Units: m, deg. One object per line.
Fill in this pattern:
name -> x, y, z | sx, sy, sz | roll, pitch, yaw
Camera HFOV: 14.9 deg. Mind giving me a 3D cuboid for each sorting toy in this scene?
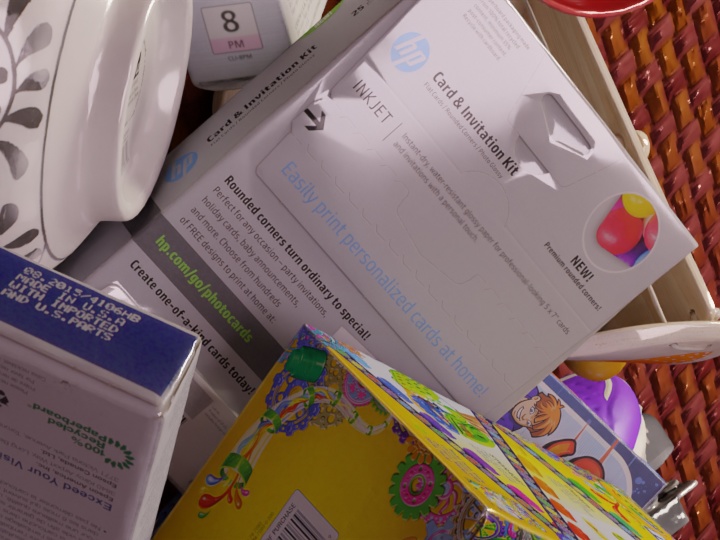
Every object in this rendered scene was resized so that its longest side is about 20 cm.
sorting toy -> 0.032, -0.029, 1.135 | 0.179, 0.201, 0.107 | -2, 149, -35

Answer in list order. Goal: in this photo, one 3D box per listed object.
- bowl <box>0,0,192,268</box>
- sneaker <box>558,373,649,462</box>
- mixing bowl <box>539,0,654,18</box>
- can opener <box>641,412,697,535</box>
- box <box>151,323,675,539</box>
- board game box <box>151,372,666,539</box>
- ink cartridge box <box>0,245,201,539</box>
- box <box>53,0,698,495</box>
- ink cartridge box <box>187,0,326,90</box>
bowl -> -0.112, -0.069, 0.916 | 0.201, 0.094, 0.202 | 12, 90, -82
sneaker -> 0.048, 0.073, 1.161 | 0.200, 0.069, 0.100 | -33, 116, -40
mixing bowl -> 0.071, -0.210, 1.127 | 0.200, 0.108, 0.201 | -18, 115, -42
can opener -> 0.074, 0.129, 1.235 | 0.200, 0.053, 0.067 | -30, 92, -37
box -> 0.014, 0.159, 0.962 | 0.192, 0.122, 0.200 | 30, 99, -42
board game box -> 0.002, 0.108, 1.063 | 0.135, 0.034, 0.200 | 42, 92, -18
ink cartridge box -> -0.160, 0.055, 0.872 | 0.200, 0.196, 0.043 | 109, 6, -47
box -> 0.000, 0.000, 0.983 | 0.200, 0.041, 0.156 | -41, 119, 1
ink cartridge box -> -0.048, -0.190, 0.994 | 0.163, 0.057, 0.201 | -73, 150, -56
